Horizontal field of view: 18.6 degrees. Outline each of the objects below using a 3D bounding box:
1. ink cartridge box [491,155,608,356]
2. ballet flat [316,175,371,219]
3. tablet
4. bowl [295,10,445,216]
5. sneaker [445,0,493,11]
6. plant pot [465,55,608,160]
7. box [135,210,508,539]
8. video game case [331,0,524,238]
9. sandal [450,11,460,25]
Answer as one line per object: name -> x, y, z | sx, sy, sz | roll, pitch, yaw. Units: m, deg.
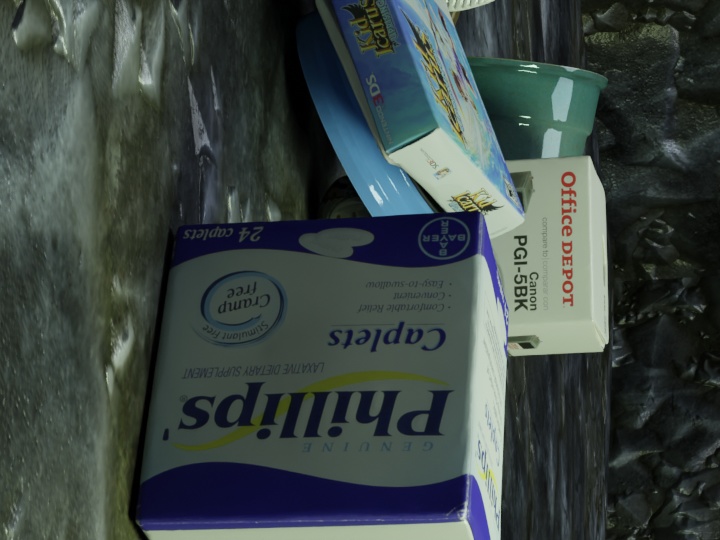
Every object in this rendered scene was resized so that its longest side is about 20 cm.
ink cartridge box -> 0.096, -0.009, 1.782 | 0.083, 0.199, 0.148 | 56, 32, -68
ballet flat -> 0.000, 0.000, 1.606 | 0.072, 0.072, 0.201 | 71, 20, -54
tablet -> 0.023, -0.128, 1.586 | 0.131, 0.014, 0.200 | 66, 13, 9
bowl -> 0.017, -0.106, 1.636 | 0.201, 0.039, 0.201 | 58, 15, -25
sneaker -> 0.124, -0.282, 1.735 | 0.079, 0.199, 0.130 | 41, 9, -6
plant pot -> 0.111, -0.080, 1.951 | 0.200, 0.199, 0.197 | 15, 80, -78
box -> -0.016, 0.078, 1.231 | 0.105, 0.183, 0.201 | 73, 17, -54
video game case -> 0.040, -0.140, 1.550 | 0.181, 0.045, 0.201 | 37, 30, -60
sandal -> 0.033, -0.174, 1.833 | 0.080, 0.054, 0.201 | 83, 29, -73
